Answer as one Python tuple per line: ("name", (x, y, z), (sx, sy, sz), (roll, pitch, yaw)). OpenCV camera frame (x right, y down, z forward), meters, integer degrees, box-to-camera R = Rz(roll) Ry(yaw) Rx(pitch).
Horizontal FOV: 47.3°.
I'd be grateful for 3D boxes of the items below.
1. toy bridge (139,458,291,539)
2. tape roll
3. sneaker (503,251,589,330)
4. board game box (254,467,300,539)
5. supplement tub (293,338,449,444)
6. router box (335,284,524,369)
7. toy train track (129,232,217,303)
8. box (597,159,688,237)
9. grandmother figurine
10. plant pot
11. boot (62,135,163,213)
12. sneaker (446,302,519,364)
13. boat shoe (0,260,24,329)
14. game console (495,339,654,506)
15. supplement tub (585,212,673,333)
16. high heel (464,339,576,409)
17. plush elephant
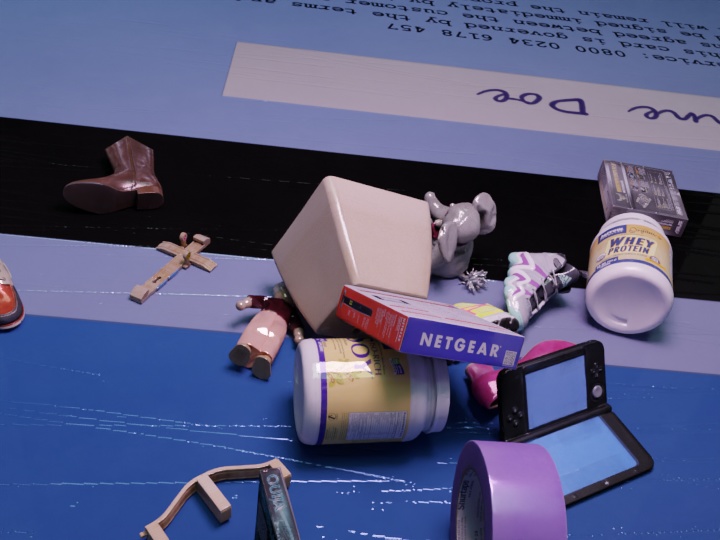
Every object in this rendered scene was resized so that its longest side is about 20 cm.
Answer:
("toy bridge", (-0.188, 0.289, 1.047), (0.200, 0.027, 0.067), (-21, 44, -33))
("tape roll", (0.167, 0.302, 0.962), (0.085, 0.200, 0.200), (5, 38, -5))
("sneaker", (0.322, 0.025, 1.415), (0.139, 0.078, 0.200), (-7, 35, 18))
("board game box", (-0.083, 0.341, 0.915), (0.028, 0.136, 0.200), (-5, 40, -18))
("supplement tub", (0.012, 0.167, 1.148), (0.199, 0.146, 0.146), (0, 39, -11))
("router box", (0.094, 0.077, 1.145), (0.199, 0.049, 0.179), (12, 6, -30))
("toy train track", (-0.321, -0.014, 1.401), (0.114, 0.033, 0.200), (21, 40, 15))
("box", (0.599, -0.157, 1.760), (0.158, 0.048, 0.200), (9, 37, 2))
("grandmother figurine", (-0.142, 0.080, 1.304), (0.121, 0.061, 0.200), (39, 36, -7))
("plant pot", (0.000, 0.000, 1.300), (0.199, 0.200, 0.177), (12, 46, -31))
("boot", (-0.477, -0.192, 1.571), (0.186, 0.064, 0.200), (4, 39, -28))
("sneaker", (0.152, 0.095, 1.338), (0.199, 0.078, 0.090), (-4, 29, -23))
("boat shoe", (-0.582, 0.014, 1.289), (0.071, 0.063, 0.200), (-16, 45, -31))
("game console", (0.310, 0.213, 1.180), (0.199, 0.177, 0.116), (-13, 14, -27))
("supplement tub", (0.477, 0.000, 1.456), (0.144, 0.145, 0.200), (15, 38, 8))
("high heel", (0.265, 0.163, 1.260), (0.199, 0.068, 0.096), (-6, 30, -10))
("plush elephant", (0.154, -0.068, 1.466), (0.200, 0.155, 0.165), (31, 43, 26))
